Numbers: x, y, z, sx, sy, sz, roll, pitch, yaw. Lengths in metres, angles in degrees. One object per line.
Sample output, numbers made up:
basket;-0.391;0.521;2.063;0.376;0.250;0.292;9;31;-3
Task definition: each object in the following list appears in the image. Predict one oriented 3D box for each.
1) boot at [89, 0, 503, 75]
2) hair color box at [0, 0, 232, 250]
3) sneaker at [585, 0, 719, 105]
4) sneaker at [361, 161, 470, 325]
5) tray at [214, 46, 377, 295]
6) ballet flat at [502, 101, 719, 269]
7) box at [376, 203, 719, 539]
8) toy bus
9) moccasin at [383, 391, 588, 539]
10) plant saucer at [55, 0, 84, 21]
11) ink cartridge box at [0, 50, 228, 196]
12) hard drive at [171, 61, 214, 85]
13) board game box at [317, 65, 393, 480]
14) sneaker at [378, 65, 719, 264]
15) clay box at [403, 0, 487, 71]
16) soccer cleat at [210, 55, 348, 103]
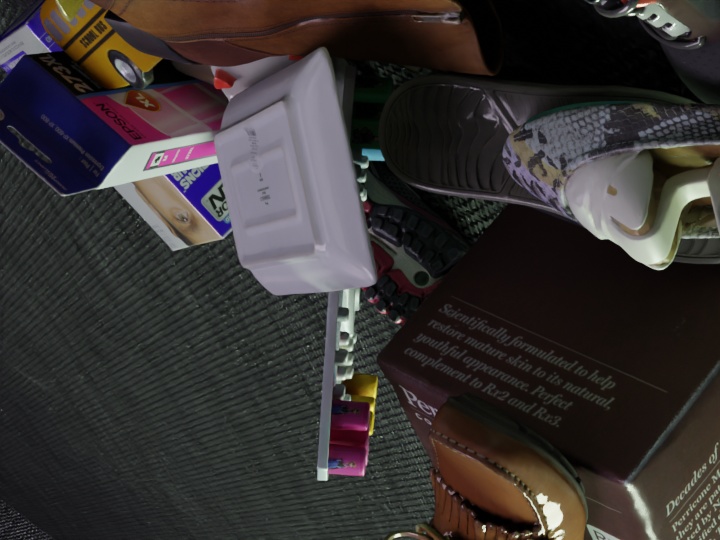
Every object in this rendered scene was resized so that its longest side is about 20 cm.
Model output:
boot;-0.057;-0.134;0.827;0.199;0.069;0.188;9;159;34
hair color box;-0.162;-0.108;1.323;0.200;0.065;0.109;46;160;-15
sneaker;0.109;-0.125;0.740;0.077;0.082;0.200;23;155;42
sneaker;-0.003;-0.030;1.170;0.200;0.081;0.075;44;-168;18
tray;-0.038;-0.041;0.906;0.200;0.022;0.108;173;85;-74
ballet flat;0.143;-0.034;0.783;0.199;0.072;0.072;-1;139;30
box;0.144;0.076;0.968;0.165;0.164;0.201;24;154;41
toy bus;-0.117;-0.158;1.053;0.078;0.065;0.200;47;160;-9
moccasin;0.059;0.125;0.870;0.073;0.078;0.202;33;158;22
plant saucer;-0.179;-0.262;0.957;0.201;0.048;0.201;71;178;-50
ink cartridge box;-0.148;-0.098;1.163;0.095;0.200;0.037;40;118;17
hard drive;-0.102;-0.182;1.110;0.131;0.027;0.200;26;155;39
board game box;0.000;0.000;1.004;0.026;0.202;0.200;4;-178;1
sneaker;0.116;-0.063;0.902;0.199;0.075;0.106;16;-163;11
clay box;-0.037;-0.171;0.890;0.199;0.048;0.115;26;162;-10
soccer cleat;-0.039;-0.109;1.040;0.069;0.078;0.200;10;156;10
